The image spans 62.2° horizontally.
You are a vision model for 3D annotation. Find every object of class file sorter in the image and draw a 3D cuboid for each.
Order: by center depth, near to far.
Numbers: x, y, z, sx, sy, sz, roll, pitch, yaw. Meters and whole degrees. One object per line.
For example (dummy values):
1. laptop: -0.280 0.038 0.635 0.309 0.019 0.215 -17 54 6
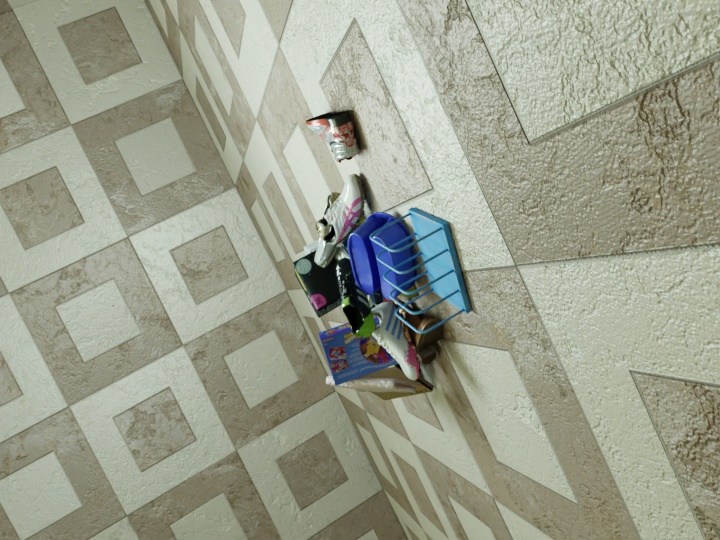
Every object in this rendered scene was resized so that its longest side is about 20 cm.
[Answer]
1. file sorter: 0.116 0.002 1.196 0.139 0.121 0.203 37 151 60

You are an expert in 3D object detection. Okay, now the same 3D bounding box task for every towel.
1. towel: 0.035 0.308 1.600 0.191 0.197 0.033 30 -120 -60

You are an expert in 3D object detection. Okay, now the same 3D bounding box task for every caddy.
1. caddy: 0.056 -0.032 1.363 0.140 0.105 0.203 11 126 38

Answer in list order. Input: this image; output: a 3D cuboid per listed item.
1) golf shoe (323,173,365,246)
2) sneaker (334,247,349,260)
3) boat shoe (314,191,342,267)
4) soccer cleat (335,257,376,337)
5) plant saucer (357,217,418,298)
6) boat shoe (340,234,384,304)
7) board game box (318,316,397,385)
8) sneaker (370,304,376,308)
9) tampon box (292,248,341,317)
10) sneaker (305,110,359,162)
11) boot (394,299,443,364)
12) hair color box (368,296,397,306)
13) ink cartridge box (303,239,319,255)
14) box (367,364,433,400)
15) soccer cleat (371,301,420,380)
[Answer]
1. golf shoe: -0.041 -0.143 1.468 0.073 0.090 0.203 -118 30 -49
2. sneaker: -0.038 -0.071 1.594 0.070 0.079 0.204 41 -142 -68
3. boat shoe: -0.087 -0.110 1.571 0.075 0.068 0.203 34 105 59
4. soccer cleat: -0.019 0.060 1.407 0.081 0.067 0.203 10 -123 -58
5. plant saucer: 0.053 -0.026 1.506 0.202 0.047 0.200 68 165 -17
6. boat shoe: 0.000 0.000 1.502 0.084 0.068 0.203 25 140 66
7. board game box: 0.007 0.194 1.514 0.045 0.197 0.137 -119 12 -72
8. sneaker: 0.022 0.182 1.599 0.078 0.089 0.202 40 137 34
9. tampon box: -0.069 0.010 1.672 0.151 0.198 0.126 58 169 12
10. sneaker: -0.066 -0.308 1.390 0.201 0.066 0.109 26 138 63
11. boot: 0.136 0.126 1.467 0.156 0.076 0.201 59 172 30
12. hair color box: 0.096 0.148 1.630 0.201 0.063 0.111 55 163 24
13. ink cartridge box: -0.103 -0.016 1.983 0.200 0.083 0.148 31 145 64
14. box: 0.084 0.317 1.703 0.163 0.022 0.199 36 142 -28
15. soccer cleat: 0.077 0.173 1.424 0.070 0.085 0.203 104 150 -62
